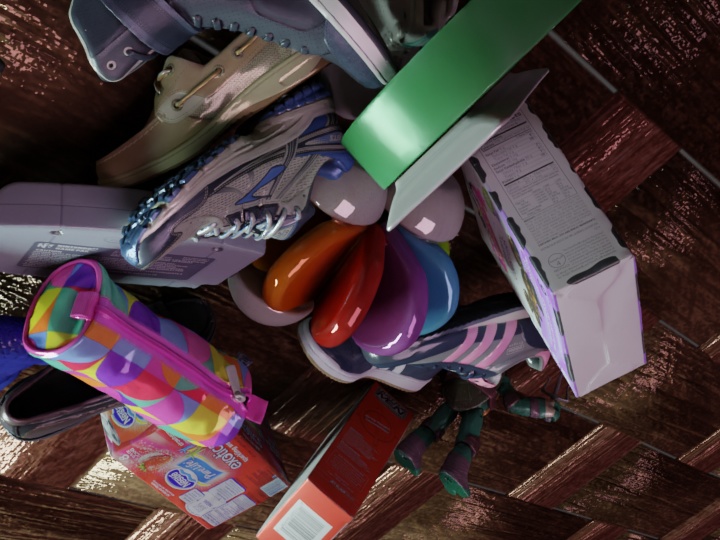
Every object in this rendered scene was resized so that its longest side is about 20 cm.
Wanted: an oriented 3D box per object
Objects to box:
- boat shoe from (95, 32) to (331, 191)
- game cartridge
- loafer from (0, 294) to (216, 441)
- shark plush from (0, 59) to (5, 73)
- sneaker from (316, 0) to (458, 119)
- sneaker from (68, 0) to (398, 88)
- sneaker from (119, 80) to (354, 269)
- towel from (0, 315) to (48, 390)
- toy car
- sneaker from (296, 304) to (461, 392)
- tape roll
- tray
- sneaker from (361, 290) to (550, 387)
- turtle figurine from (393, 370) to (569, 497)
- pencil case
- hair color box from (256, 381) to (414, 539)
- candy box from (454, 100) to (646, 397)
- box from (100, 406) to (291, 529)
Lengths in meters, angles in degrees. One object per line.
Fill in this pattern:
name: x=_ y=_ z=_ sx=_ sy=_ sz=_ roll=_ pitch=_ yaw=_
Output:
boat shoe: x=-0.111 y=-0.125 z=0.715 sx=0.199 sy=0.072 sz=0.065 roll=-31 pitch=104 yaw=11
game cartridge: x=-0.179 y=-0.024 z=0.758 sx=0.199 sy=0.041 sz=0.133 roll=6 pitch=166 yaw=-31
loafer: x=-0.207 y=0.081 z=0.851 sx=0.199 sy=0.072 sz=0.063 roll=-30 pitch=176 yaw=-16
shark plush: x=-0.304 y=-0.062 z=0.676 sx=0.083 sy=0.091 sz=0.200 roll=40 pitch=119 yaw=-16
sneaker: x=0.027 y=-0.174 z=0.706 sx=0.075 sy=0.089 sz=0.201 roll=-2 pitch=136 yaw=-28
sneaker: x=-0.086 y=-0.154 z=0.642 sx=0.202 sy=0.077 sz=0.146 roll=40 pitch=106 yaw=-20
sneaker: x=-0.075 y=-0.053 z=0.705 sx=0.200 sy=0.085 sz=0.077 roll=-41 pitch=-166 yaw=-30
towel: x=-0.341 y=0.054 z=0.762 sx=0.199 sy=0.050 sz=0.147 roll=10 pitch=153 yaw=-45
toy car: x=0.000 y=0.000 z=0.840 sx=0.199 sy=0.151 sz=0.175 roll=10 pitch=130 yaw=-36
sneaker: x=0.033 y=0.058 z=0.987 sx=0.108 sy=0.070 sz=0.199 roll=-39 pitch=147 yaw=24
tape roll: x=0.073 y=-0.141 z=0.703 sx=0.200 sy=0.048 sz=0.200 roll=-44 pitch=-177 yaw=3
tray: x=0.074 y=-0.095 z=0.708 sx=0.107 sy=0.022 sz=0.200 roll=-42 pitch=-177 yaw=26
sneaker: x=0.096 y=0.077 z=0.941 sx=0.199 sy=0.070 sz=0.083 roll=-11 pitch=105 yaw=-20
turtle figurine: x=0.128 y=0.142 z=1.107 sx=0.200 sy=0.149 sz=0.101 roll=-49 pitch=117 yaw=-23
pencil case: x=-0.163 y=0.069 z=0.789 sx=0.088 sy=0.089 sz=0.200 roll=-37 pitch=136 yaw=14
hair color box: x=-0.021 y=0.206 z=1.042 sx=0.102 sy=0.061 sz=0.200 roll=-51 pitch=179 yaw=30
candy box: x=0.158 y=-0.022 z=0.860 sx=0.071 sy=0.201 sz=0.168 roll=-26 pitch=141 yaw=1
box: x=-0.157 y=0.156 z=0.975 sx=0.099 sy=0.096 sz=0.200 roll=-29 pitch=142 yaw=3
